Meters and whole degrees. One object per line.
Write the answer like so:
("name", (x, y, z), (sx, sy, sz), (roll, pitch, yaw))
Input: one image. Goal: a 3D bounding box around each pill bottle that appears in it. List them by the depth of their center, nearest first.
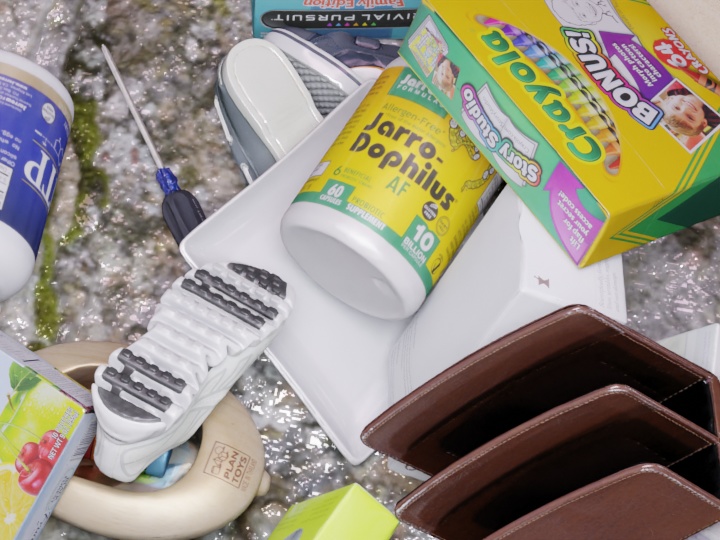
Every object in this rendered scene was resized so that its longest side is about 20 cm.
("pill bottle", (0.041, -0.076, 1.613), (0.112, 0.113, 0.201), (30, 69, 11))
("pill bottle", (-0.278, -0.044, 1.642), (0.119, 0.120, 0.201), (11, 63, 1))

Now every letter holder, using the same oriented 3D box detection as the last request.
("letter holder", (0.108, 0.122, 1.457), (0.142, 0.200, 0.101), (29, 44, -33))

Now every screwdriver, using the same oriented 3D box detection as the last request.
("screwdriver", (-0.154, -0.086, 1.723), (0.029, 0.028, 0.201), (-12, 64, -42))

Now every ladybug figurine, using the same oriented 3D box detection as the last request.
("ladybug figurine", (-0.157, 0.123, 1.592), (0.199, 0.072, 0.136), (19, 62, 6))

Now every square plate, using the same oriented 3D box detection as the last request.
("square plate", (0.000, 0.000, 1.659), (0.200, 0.028, 0.198), (-42, 96, -22))

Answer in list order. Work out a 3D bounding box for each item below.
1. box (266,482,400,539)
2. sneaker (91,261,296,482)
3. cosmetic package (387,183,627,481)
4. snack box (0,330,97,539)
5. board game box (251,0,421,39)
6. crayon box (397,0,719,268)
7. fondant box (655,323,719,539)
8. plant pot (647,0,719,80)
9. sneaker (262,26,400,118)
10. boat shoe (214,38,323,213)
("box", (-0.064, 0.233, 1.513), (0.048, 0.122, 0.200), (41, 65, -9))
("sneaker", (-0.114, 0.063, 1.548), (0.075, 0.081, 0.200), (30, 43, 17))
("cosmetic package", (0.093, 0.045, 1.552), (0.081, 0.200, 0.113), (19, 45, -18))
("snack box", (-0.273, 0.136, 1.533), (0.142, 0.053, 0.201), (32, 98, 13))
("board game box", (-0.003, -0.241, 1.719), (0.150, 0.200, 0.047), (-1, 62, -5))
("crayon box", (0.150, -0.111, 1.540), (0.172, 0.058, 0.200), (-18, 60, -40))
("fondant box", (0.171, 0.131, 1.547), (0.058, 0.199, 0.145), (29, 57, -32))
("plant pot", (0.240, -0.152, 1.706), (0.176, 0.200, 0.201), (-26, 67, -6))
("sneaker", (0.022, -0.130, 1.734), (0.199, 0.078, 0.080), (34, 69, 1))
("boat shoe", (-0.048, -0.069, 1.704), (0.073, 0.062, 0.201), (-26, 88, -28))
